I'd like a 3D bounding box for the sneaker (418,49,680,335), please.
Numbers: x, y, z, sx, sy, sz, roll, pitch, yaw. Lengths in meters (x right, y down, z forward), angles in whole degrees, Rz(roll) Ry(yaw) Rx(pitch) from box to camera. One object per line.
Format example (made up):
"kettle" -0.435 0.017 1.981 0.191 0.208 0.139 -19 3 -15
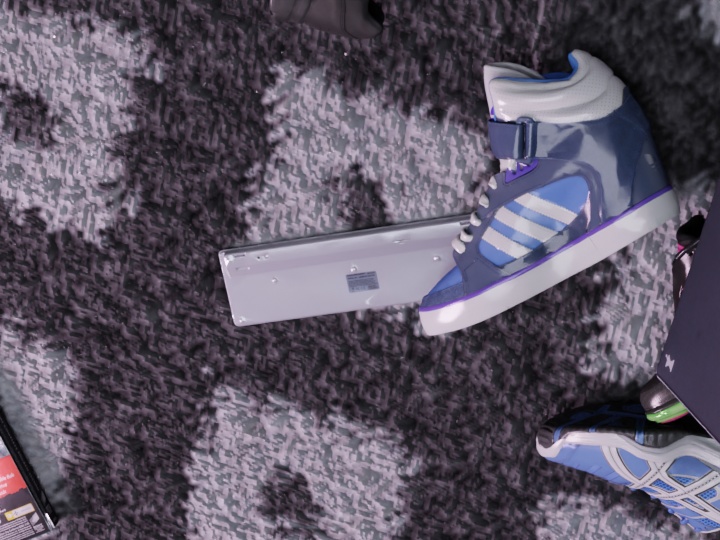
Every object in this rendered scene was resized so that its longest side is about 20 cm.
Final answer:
"sneaker" 0.099 -0.060 1.550 0.199 0.081 0.147 -28 90 23

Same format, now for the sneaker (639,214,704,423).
"sneaker" 0.236 0.009 1.544 0.083 0.077 0.201 31 103 9

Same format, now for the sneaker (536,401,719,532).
"sneaker" 0.214 0.136 1.583 0.198 0.076 0.078 8 106 13

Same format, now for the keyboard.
"keyboard" 0.000 0.000 1.628 0.198 0.011 0.057 -8 111 16

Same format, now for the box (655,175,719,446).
"box" 0.315 0.013 1.448 0.197 0.123 0.201 6 113 -22

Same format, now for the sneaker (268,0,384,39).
"sneaker" 0.008 -0.241 1.518 0.090 0.076 0.201 19 119 -4

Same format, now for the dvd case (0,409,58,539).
"dvd case" -0.328 0.126 1.744 0.145 0.022 0.201 -23 103 20
